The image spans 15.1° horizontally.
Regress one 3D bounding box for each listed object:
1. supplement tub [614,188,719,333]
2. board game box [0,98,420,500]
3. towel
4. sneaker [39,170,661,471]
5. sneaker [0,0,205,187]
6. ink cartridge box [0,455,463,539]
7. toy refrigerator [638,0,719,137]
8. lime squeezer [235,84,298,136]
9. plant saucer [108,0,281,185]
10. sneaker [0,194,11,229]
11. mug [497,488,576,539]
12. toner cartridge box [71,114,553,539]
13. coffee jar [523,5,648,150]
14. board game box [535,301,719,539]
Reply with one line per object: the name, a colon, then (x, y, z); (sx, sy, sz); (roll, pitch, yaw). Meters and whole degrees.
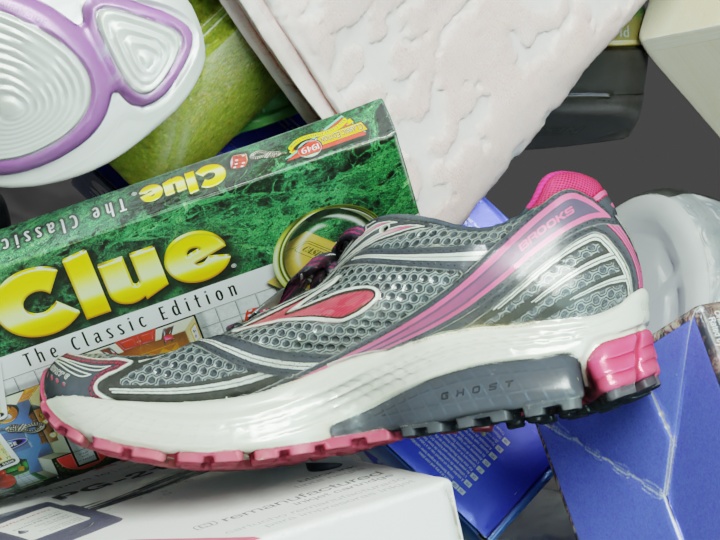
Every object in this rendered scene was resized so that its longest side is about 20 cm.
supplement tub: (0.181, 0.049, 1.070); (0.200, 0.123, 0.123); (16, 86, -26)
board game box: (-0.073, 0.017, 0.903); (0.200, 0.023, 0.105); (-19, 132, -1)
towel: (0.041, -0.133, 0.899); (0.200, 0.032, 0.191); (-49, 134, -12)
sneaker: (-0.006, 0.022, 0.869); (0.200, 0.081, 0.075); (-11, 83, 10)
sneaker: (-0.146, -0.061, 0.870); (0.200, 0.100, 0.075); (-14, 105, 8)
ink cartridge box: (-0.069, 0.117, 0.906); (0.145, 0.200, 0.084); (-15, 98, -25)
toy refrigerator: (0.177, -0.149, 1.040); (0.076, 0.070, 0.200); (44, 53, -36)
lime squeezer: (-0.045, -0.077, 0.941); (0.200, 0.038, 0.071); (13, 81, -16)
plant saucer: (-0.061, -0.161, 0.897); (0.200, 0.048, 0.200); (-46, 101, -17)
sneaker: (-0.210, 0.025, 0.914); (0.200, 0.072, 0.083); (-23, 128, -23)
mug: (0.065, 0.177, 0.990); (0.200, 0.175, 0.148); (-40, 110, -19)
toner cartridge box: (0.000, 0.000, 0.979); (0.200, 0.043, 0.095); (44, 75, 1)
coffee jar: (0.054, -0.145, 1.012); (0.104, 0.085, 0.200); (-2, 94, -26)
board game box: (0.184, 0.089, 0.911); (0.200, 0.097, 0.160); (-8, 72, -36)
